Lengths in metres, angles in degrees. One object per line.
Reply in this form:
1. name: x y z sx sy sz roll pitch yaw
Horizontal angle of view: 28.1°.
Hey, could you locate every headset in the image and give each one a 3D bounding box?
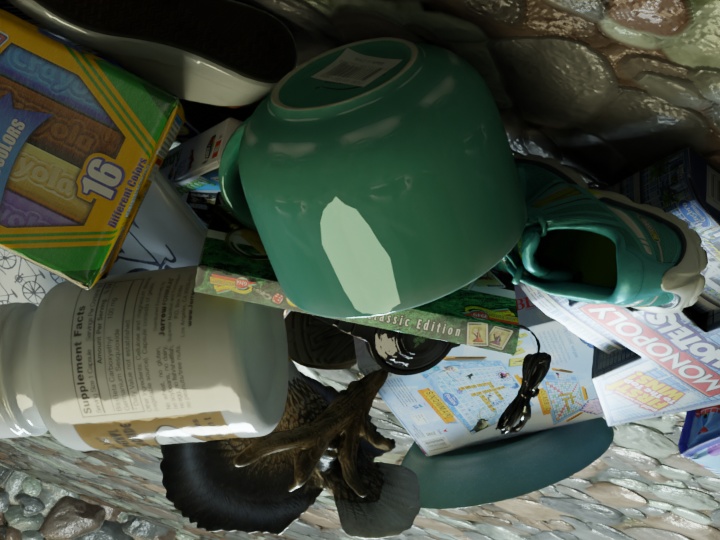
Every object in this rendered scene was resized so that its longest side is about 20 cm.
1. headset: 0.033 0.040 0.988 0.199 0.094 0.124 21 -162 3

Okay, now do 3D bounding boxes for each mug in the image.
1. mug: -0.007 -0.059 0.821 0.184 0.152 0.115 -14 119 11

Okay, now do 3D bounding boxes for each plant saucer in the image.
1. plant saucer: 0.120 0.150 1.254 0.200 0.200 0.036 -5 105 48

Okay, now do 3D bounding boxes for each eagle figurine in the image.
1. eagle figurine: -0.046 0.120 1.052 0.151 0.152 0.200 16 160 -19

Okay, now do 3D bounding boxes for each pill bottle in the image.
1. pill bottle: -0.156 0.059 0.942 0.199 0.115 0.114 -6 153 13

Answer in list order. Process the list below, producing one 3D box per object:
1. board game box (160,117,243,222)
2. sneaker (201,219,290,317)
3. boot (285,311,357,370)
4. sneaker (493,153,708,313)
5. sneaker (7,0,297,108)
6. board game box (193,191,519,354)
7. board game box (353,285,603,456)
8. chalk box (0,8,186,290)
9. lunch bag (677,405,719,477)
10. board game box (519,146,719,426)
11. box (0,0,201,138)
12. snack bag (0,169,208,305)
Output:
1. board game box: -0.070 -0.057 1.020 0.126 0.035 0.200 19 169 -21
2. sneaker: -0.108 -0.002 1.103 0.077 0.078 0.200 40 -172 29
3. boot: 0.046 0.077 1.207 0.174 0.066 0.200 -12 151 13
4. sneaker: 0.109 -0.023 0.858 0.079 0.078 0.200 -8 -162 -42
5. sneaker: -0.143 -0.146 0.859 0.199 0.073 0.085 26 157 -19
6. board game box: 0.000 0.000 0.907 0.199 0.105 0.024 11 121 -5
7. board game box: 0.117 0.074 1.116 0.199 0.041 0.200 -14 151 11
8. chalk box: -0.219 -0.089 0.855 0.199 0.124 0.124 27 -179 -6
9. lunch bag: 0.361 0.104 1.052 0.150 0.094 0.200 31 144 -27
10. board game box: 0.201 0.029 0.939 0.200 0.062 0.200 30 141 -27
11. box: -0.199 -0.150 0.957 0.121 0.033 0.200 5 156 34
12. snack bag: -0.200 -0.024 0.992 0.200 0.021 0.189 -29 106 32
